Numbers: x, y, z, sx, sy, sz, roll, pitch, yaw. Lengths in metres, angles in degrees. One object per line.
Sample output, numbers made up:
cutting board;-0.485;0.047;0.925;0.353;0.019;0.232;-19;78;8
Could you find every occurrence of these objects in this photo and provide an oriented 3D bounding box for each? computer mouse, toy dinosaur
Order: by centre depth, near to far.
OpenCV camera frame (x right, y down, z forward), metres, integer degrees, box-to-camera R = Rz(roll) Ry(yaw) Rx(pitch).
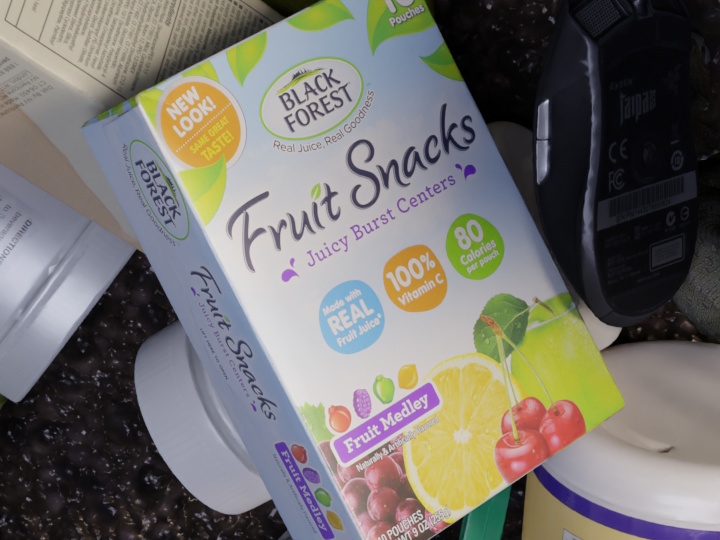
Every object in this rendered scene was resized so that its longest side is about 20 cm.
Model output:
computer mouse;0.114;-0.086;1.127;0.046;0.140;0.200;12;117;41
toy dinosaur;0.155;-0.002;1.180;0.102;0.200;0.077;16;136;-37

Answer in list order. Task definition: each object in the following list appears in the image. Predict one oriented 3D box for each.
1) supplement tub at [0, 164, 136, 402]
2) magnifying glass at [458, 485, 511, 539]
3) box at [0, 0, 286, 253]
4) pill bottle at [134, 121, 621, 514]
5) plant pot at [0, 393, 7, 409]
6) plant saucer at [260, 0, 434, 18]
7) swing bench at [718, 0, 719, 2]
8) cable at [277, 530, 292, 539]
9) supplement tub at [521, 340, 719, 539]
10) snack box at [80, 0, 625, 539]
supplement tub;-0.193;-0.050;1.237;0.200;0.132;0.132;38;116;-5
magnifying glass;0.043;0.161;1.249;0.022;0.200;0.080;11;148;1
box;-0.083;-0.070;1.145;0.200;0.095;0.078;35;144;-29
pill bottle;0.006;0.025;1.237;0.200;0.110;0.110;-29;104;23
plant pot;-0.263;0.088;1.295;0.200;0.200;0.193;37;104;-5
plant saucer;-0.075;-0.143;1.159;0.200;0.048;0.200;7;148;9
swing bench;0.236;-0.134;1.068;0.200;0.130;0.199;-14;138;21
cable;-0.036;0.209;1.280;0.069;0.200;0.200;24;127;-10
supplement tub;0.140;0.147;1.241;0.145;0.145;0.200;8;115;9
snack box;0.000;0.000;1.096;0.053;0.142;0.200;-20;98;55
